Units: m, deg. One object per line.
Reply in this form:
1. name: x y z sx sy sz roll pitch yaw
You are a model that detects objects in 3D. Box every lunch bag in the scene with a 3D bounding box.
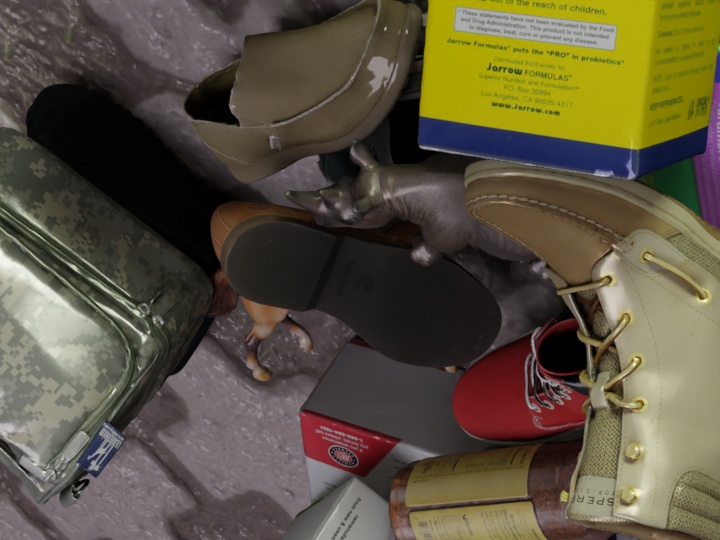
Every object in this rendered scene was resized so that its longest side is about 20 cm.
1. lunch bag: -0.215 0.035 1.062 0.200 0.168 0.139 38 143 0

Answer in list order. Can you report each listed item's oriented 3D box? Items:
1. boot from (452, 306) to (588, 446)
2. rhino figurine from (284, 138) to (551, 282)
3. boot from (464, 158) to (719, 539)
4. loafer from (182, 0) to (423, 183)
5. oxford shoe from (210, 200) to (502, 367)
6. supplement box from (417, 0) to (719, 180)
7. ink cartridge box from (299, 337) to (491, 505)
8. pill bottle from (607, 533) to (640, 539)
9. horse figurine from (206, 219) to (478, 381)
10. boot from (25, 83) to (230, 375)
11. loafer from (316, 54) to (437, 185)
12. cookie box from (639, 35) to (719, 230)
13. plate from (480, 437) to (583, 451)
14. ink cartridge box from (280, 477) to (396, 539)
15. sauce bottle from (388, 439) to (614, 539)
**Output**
1. boot: 0.107 0.056 0.955 0.200 0.144 0.073 -18 74 38
2. rhino figurine: 0.056 -0.036 0.928 0.199 0.060 0.087 6 165 -13
3. boot: 0.120 0.044 0.807 0.200 0.156 0.073 26 165 -25
4. loafer: -0.039 -0.107 0.981 0.067 0.076 0.200 26 147 -27
5. oxford shoe: 0.000 0.000 1.000 0.200 0.071 0.071 24 105 -30
6. supplement box: 0.103 -0.152 0.758 0.109 0.109 0.201 11 105 26
7. ink cartridge box: 0.044 0.162 1.188 0.144 0.084 0.200 16 135 21
8. pill bottle: 0.205 0.176 1.012 0.200 0.116 0.116 -26 114 20
9. horse figurine: -0.017 0.015 1.074 0.199 0.050 0.133 -1 137 10
10. boot: -0.175 -0.019 1.171 0.200 0.077 0.168 37 137 -11
11. loafer: 0.035 -0.086 0.968 0.072 0.063 0.200 48 139 -16
12. cookie box: 0.242 -0.051 0.847 0.199 0.075 0.171 12 135 26
13. plate: 0.145 0.171 1.097 0.199 0.026 0.201 -3 133 -3
14. ink cartridge box: 0.034 0.241 1.119 0.200 0.084 0.145 37 155 -4
15. sauce bottle: 0.112 0.135 0.993 0.200 0.066 0.066 -9 123 35
